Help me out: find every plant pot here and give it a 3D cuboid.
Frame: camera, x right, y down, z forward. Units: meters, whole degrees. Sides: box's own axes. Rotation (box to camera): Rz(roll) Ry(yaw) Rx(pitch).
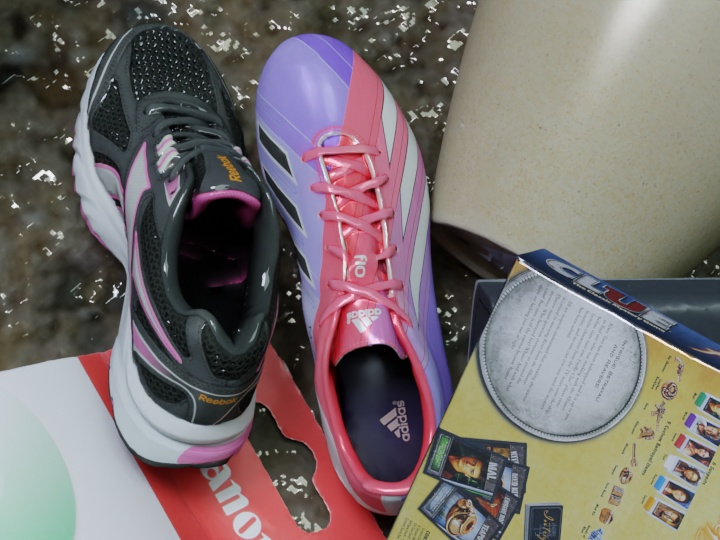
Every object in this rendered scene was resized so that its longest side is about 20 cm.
[{"bbox_3d":[0.118,-0.080,1.145,0.187,0.187,0.200,31,80,1],"label":"plant pot"}]

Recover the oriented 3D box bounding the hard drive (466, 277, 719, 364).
[{"bbox_3d":[0.140,0.072,1.108,0.199,0.033,0.140,0,109,-13],"label":"hard drive"}]

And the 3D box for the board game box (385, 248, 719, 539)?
[{"bbox_3d":[0.080,0.112,1.034,0.135,0.035,0.200,30,107,17],"label":"board game box"}]

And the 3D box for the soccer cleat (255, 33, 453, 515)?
[{"bbox_3d":[0.000,0.000,1.096,0.066,0.076,0.201,-11,89,2],"label":"soccer cleat"}]

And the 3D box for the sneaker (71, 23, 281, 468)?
[{"bbox_3d":[-0.063,-0.024,1.101,0.080,0.086,0.201,1,56,-24],"label":"sneaker"}]

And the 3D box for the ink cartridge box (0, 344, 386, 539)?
[{"bbox_3d":[-0.092,0.105,1.076,0.200,0.050,0.161,-26,76,-20],"label":"ink cartridge box"}]
